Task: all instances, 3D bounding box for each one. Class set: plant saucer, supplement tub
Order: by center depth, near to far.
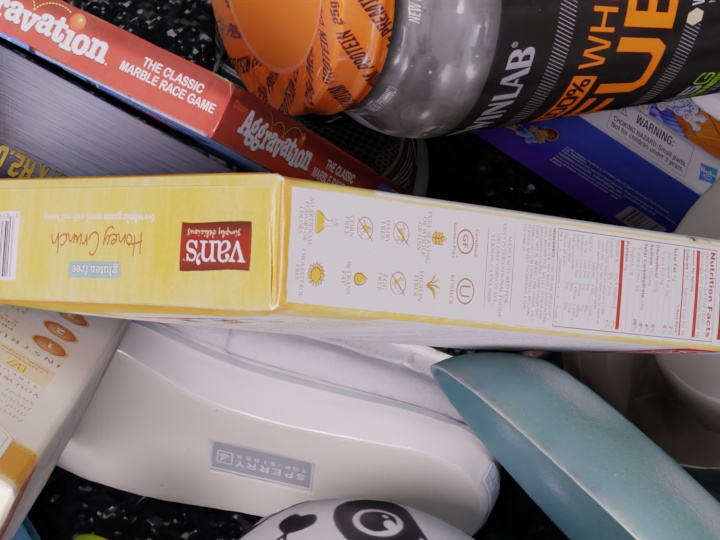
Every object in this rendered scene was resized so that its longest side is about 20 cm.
[{"bbox_3d":[0.099,0.092,0.773,0.027,0.200,0.200,-45,69,-5],"label":"plant saucer"},{"bbox_3d":[0.058,-0.110,0.839,0.199,0.123,0.123,-11,58,-27],"label":"supplement tub"}]

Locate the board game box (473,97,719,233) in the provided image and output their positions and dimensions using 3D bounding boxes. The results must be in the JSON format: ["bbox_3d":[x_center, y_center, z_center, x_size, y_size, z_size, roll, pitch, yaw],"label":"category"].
[{"bbox_3d":[0.058,-0.118,0.945,0.200,0.045,0.135,31,58,-14],"label":"board game box"}]

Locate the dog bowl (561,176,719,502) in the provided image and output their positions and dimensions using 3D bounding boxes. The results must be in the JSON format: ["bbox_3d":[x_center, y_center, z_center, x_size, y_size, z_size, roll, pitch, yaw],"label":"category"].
[{"bbox_3d":[0.165,0.005,0.836,0.200,0.059,0.200,-25,34,18],"label":"dog bowl"}]

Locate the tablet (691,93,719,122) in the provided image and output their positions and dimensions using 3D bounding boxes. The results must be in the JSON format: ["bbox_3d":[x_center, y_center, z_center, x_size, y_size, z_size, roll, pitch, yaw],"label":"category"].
[{"bbox_3d":[0.194,-0.116,0.984,0.130,0.014,0.201,29,58,-18],"label":"tablet"}]

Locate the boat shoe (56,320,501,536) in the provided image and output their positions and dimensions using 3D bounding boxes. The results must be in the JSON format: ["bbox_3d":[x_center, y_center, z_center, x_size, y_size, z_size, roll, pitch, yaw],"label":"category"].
[{"bbox_3d":[-0.045,0.034,0.881,0.199,0.072,0.069,11,42,8],"label":"boat shoe"}]

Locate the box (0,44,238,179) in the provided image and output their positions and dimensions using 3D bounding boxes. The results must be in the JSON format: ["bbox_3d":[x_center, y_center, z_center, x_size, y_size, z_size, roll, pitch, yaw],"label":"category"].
[{"bbox_3d":[-0.146,-0.061,0.844,0.200,0.158,0.048,28,90,38],"label":"box"}]

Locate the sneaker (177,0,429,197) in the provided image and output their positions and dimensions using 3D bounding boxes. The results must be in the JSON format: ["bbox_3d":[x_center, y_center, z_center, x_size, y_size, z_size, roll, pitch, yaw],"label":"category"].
[{"bbox_3d":[-0.026,-0.098,0.957,0.080,0.075,0.201,-11,60,-11],"label":"sneaker"}]

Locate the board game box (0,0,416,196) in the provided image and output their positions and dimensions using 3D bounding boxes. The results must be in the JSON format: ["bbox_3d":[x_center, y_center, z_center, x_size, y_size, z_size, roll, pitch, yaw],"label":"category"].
[{"bbox_3d":[-0.049,-0.049,0.815,0.103,0.200,0.020,25,89,20],"label":"board game box"}]

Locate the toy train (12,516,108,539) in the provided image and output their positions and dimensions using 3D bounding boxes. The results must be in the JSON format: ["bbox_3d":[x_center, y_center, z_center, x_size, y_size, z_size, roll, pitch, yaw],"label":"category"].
[{"bbox_3d":[-0.102,0.124,0.772,0.200,0.085,0.116,8,35,44],"label":"toy train"}]

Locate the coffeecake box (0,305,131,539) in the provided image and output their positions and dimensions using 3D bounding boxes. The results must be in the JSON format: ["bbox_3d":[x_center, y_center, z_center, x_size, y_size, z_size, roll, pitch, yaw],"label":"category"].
[{"bbox_3d":[-0.160,0.026,0.742,0.153,0.200,0.073,28,104,-2],"label":"coffeecake box"}]

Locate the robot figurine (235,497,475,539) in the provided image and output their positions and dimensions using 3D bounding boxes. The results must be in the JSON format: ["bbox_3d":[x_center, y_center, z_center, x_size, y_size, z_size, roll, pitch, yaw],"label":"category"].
[{"bbox_3d":[-0.017,0.163,0.764,0.150,0.125,0.200,24,60,5],"label":"robot figurine"}]

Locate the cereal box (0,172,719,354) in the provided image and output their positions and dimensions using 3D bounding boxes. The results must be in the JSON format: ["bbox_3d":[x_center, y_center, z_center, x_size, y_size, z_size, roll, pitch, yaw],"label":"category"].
[{"bbox_3d":[0.000,0.000,0.754,0.200,0.144,0.040,6,86,-45],"label":"cereal box"}]
